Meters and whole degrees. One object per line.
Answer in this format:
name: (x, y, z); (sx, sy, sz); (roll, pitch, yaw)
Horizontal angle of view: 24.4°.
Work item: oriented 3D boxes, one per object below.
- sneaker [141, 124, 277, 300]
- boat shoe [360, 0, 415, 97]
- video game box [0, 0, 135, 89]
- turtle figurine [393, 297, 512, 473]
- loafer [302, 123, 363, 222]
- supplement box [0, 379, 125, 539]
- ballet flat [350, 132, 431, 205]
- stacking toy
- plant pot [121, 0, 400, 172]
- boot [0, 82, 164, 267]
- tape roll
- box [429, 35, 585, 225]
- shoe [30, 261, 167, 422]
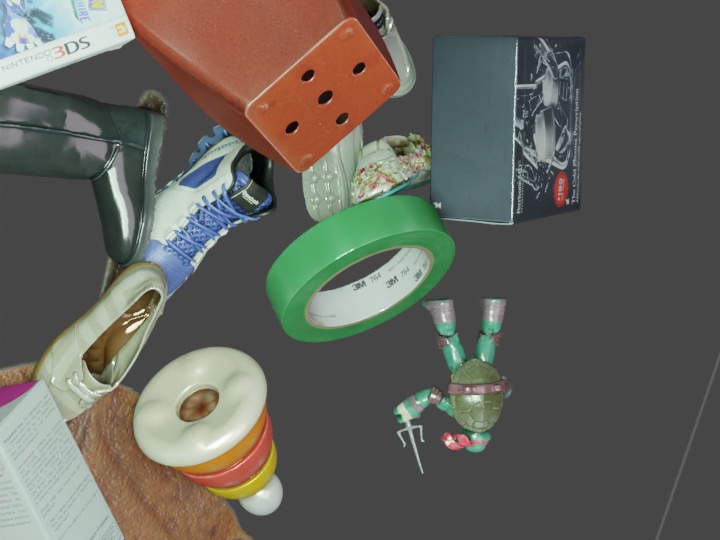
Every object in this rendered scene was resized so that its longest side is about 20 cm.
sneaker: (-0.153, -0.064, 1.681); (0.081, 0.115, 0.199); (42, 75, -28)
boat shoe: (0.002, -0.262, 1.776); (0.071, 0.070, 0.200); (-47, 118, -18)
video game box: (-0.320, -0.267, 1.487); (0.182, 0.047, 0.200); (-27, 100, -32)
turtle figurine: (0.122, 0.131, 1.897); (0.150, 0.101, 0.200); (-1, 92, -32)
loafer: (-0.031, -0.151, 1.781); (0.070, 0.070, 0.200); (-22, 114, -66)
supplement box: (-0.324, 0.219, 1.602); (0.200, 0.101, 0.103); (67, 29, -22)
ballet flat: (0.029, -0.110, 1.780); (0.064, 0.076, 0.200); (65, 21, 0)
stacking toy: (-0.136, 0.189, 1.744); (0.146, 0.146, 0.200); (-46, 137, -18)
plant pot: (-0.080, -0.215, 1.597); (0.200, 0.176, 0.200); (-40, 147, 2)
boot: (-0.298, -0.095, 1.614); (0.200, 0.066, 0.165); (8, 85, -35)
tape roll: (0.000, 0.000, 1.749); (0.200, 0.200, 0.048); (-11, 61, -30)
box: (0.164, -0.157, 1.832); (0.182, 0.104, 0.200); (-13, 106, -57)
shoe: (-0.258, 0.078, 1.642); (0.070, 0.053, 0.200); (32, 100, -33)
